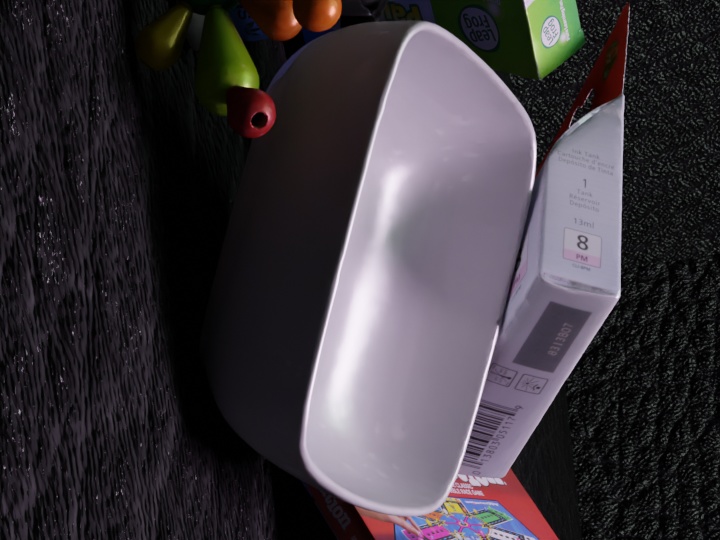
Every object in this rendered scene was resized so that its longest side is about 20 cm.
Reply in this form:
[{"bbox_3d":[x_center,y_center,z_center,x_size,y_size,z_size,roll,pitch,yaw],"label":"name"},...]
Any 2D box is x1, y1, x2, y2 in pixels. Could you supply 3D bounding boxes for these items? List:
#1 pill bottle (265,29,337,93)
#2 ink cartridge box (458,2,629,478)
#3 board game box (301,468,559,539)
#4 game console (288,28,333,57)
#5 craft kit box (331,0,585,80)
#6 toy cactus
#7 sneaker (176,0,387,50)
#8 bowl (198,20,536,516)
[{"bbox_3d":[0.017,-0.042,1.296,0.200,0.113,0.115,62,20,-68],"label":"pill bottle"},{"bbox_3d":[0.085,-0.019,1.212,0.163,0.057,0.201,116,-18,-48],"label":"ink cartridge box"},{"bbox_3d":[0.040,0.123,1.199,0.103,0.019,0.199,55,21,25],"label":"board game box"},{"bbox_3d":[-0.004,-0.214,1.368,0.118,0.169,0.201,-52,138,-43],"label":"game console"},{"bbox_3d":[0.011,-0.208,1.213,0.048,0.199,0.199,-42,131,-31],"label":"craft kit box"},{"bbox_3d":[-0.071,-0.162,0.962,0.165,0.101,0.202,-135,-150,-70],"label":"toy cactus"},{"bbox_3d":[-0.024,-0.165,1.145,0.200,0.110,0.077,-81,160,-68],"label":"sneaker"},{"bbox_3d":[0.000,0.000,1.045,0.200,0.074,0.202,31,71,-65],"label":"bowl"}]
